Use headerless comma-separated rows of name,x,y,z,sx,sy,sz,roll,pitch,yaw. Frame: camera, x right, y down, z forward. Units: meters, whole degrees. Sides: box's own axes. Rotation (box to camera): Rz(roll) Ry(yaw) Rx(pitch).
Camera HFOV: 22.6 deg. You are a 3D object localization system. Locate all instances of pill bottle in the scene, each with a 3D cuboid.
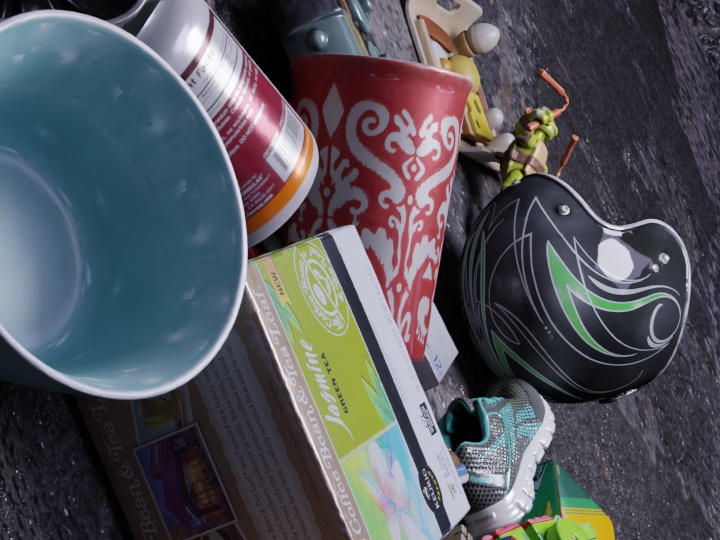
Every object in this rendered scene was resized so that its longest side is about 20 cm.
pill bottle,-0.122,-0.112,1.149,0.200,0.112,0.114,50,27,-37

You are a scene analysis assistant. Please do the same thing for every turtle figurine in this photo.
turtle figurine,0.161,-0.101,1.789,0.200,0.064,0.163,72,37,-63

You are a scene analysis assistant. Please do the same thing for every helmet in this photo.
helmet,0.181,0.018,1.630,0.189,0.200,0.202,9,53,-25

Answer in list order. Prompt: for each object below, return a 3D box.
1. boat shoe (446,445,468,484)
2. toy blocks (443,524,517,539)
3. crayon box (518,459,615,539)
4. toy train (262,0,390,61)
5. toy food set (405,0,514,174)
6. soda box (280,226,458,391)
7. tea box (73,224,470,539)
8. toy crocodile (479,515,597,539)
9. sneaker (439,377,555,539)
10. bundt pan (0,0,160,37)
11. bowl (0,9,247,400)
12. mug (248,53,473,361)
boat shoe,0.018,0.135,1.289,0.200,0.072,0.073,4,64,-66
toy blocks,0.071,0.242,1.219,0.100,0.136,0.201,55,24,-27
crayon box,0.179,0.280,1.540,0.119,0.058,0.201,46,29,-42
toy train,-0.019,-0.161,1.459,0.114,0.085,0.202,22,45,-75
toy food set,0.121,-0.198,1.875,0.143,0.060,0.202,18,52,-63
soda box,0.000,0.000,1.390,0.201,0.063,0.068,63,23,-10
tea box,-0.051,0.098,1.078,0.202,0.133,0.197,67,22,-1
toy crocodile,0.120,0.225,1.409,0.199,0.068,0.062,-8,59,-50
sneaker,0.108,0.134,1.504,0.092,0.077,0.200,55,23,-18
bundt pan,-0.194,-0.191,1.006,0.200,0.076,0.204,10,56,-15
bowl,-0.165,-0.021,0.930,0.200,0.104,0.203,23,58,-42
mug,-0.015,-0.043,1.286,0.133,0.176,0.203,11,85,-64
